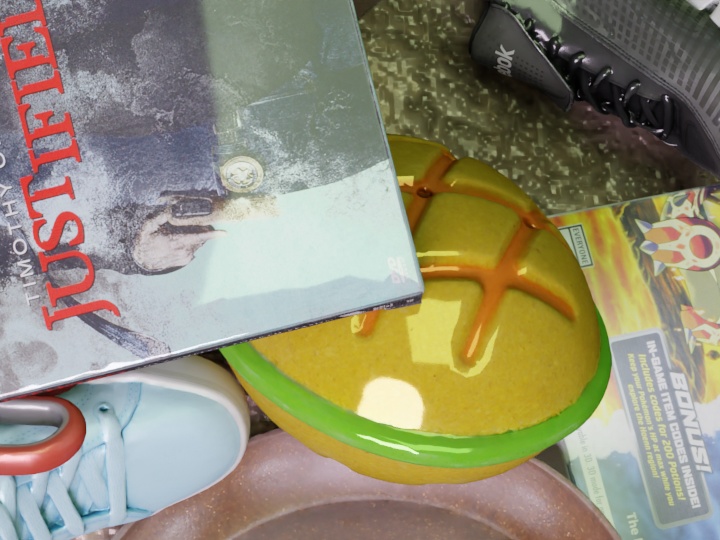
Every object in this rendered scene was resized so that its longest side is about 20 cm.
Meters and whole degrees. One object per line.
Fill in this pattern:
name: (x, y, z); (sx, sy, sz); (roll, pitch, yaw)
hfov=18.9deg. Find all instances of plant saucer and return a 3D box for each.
plant saucer: (0.000, 0.136, 0.733); (0.200, 0.035, 0.200); (-4, 48, 4)

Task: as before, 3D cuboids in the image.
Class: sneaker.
sneaker: (0.091, -0.088, 0.830); (0.090, 0.066, 0.200); (-31, 68, -9)
sneaker: (-0.130, 0.083, 0.720); (0.200, 0.074, 0.082); (-12, 37, -7)

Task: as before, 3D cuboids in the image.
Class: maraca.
maraca: (0.000, 0.000, 0.762); (0.137, 0.107, 0.200); (-19, 48, -37)

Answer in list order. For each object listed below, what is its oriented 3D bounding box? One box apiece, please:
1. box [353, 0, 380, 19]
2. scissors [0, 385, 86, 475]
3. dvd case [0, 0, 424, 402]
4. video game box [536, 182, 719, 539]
box: (-0.080, -0.094, 0.745); (0.200, 0.075, 0.100); (-40, 121, -1)
scissors: (-0.183, 0.029, 0.718); (0.200, 0.014, 0.073); (8, 43, 8)
dvd case: (-0.093, -0.037, 0.680); (0.200, 0.022, 0.146); (-13, 90, 0)
video game box: (0.155, 0.064, 0.826); (0.182, 0.047, 0.200); (-11, 79, -19)
